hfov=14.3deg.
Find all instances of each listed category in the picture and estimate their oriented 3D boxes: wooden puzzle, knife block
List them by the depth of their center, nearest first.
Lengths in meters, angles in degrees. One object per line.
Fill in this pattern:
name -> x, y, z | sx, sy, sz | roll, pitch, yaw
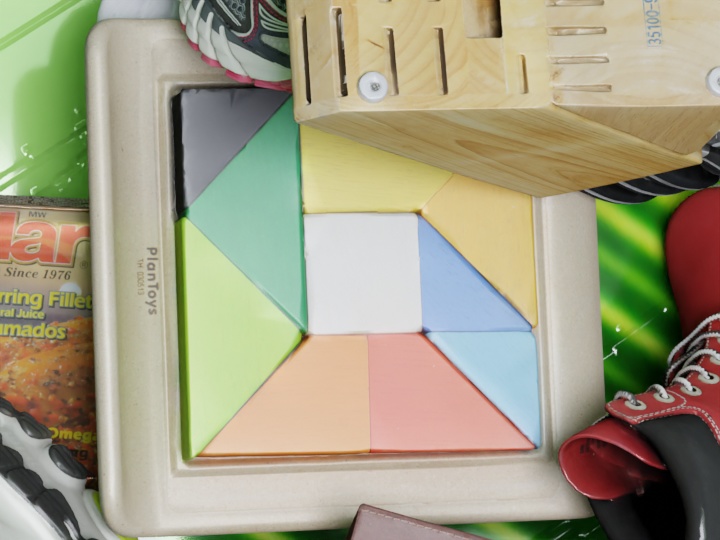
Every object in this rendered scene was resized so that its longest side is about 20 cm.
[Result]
knife block -> 0.062, -0.063, 1.007 | 0.200, 0.176, 0.064 | -2, 77, -11
wooden puzzle -> 0.000, 0.000, 1.039 | 0.200, 0.037, 0.185 | -1, 85, -20

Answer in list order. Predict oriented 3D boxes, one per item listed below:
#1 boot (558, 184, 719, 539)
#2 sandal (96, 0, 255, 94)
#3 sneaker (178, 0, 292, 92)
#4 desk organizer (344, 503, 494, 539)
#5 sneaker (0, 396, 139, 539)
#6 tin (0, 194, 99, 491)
boot -> 0.125, 0.037, 1.071 | 0.144, 0.072, 0.200 | 9, 42, -30
sandal -> -0.005, -0.087, 1.103 | 0.206, 0.059, 0.079 | 1, 71, -19
sneaker -> -0.027, -0.136, 1.033 | 0.080, 0.075, 0.200 | 1, 43, -16
desk organizer -> 0.080, 0.151, 1.009 | 0.200, 0.072, 0.077 | 16, 71, 0
sneaker -> -0.104, 0.135, 1.019 | 0.085, 0.077, 0.200 | -44, 76, 19
tin -> -0.124, 0.026, 1.062 | 0.199, 0.042, 0.112 | 4, 105, -8
